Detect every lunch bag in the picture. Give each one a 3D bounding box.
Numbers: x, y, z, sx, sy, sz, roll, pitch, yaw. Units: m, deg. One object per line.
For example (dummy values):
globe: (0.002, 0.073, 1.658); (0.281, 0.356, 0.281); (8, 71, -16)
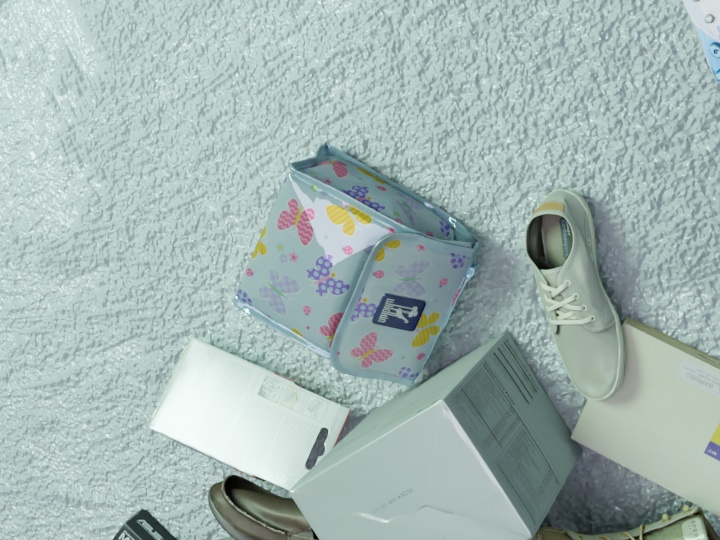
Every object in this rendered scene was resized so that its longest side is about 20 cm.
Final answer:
lunch bag: (0.000, 0.000, 1.163); (0.199, 0.127, 0.170); (30, 116, 7)

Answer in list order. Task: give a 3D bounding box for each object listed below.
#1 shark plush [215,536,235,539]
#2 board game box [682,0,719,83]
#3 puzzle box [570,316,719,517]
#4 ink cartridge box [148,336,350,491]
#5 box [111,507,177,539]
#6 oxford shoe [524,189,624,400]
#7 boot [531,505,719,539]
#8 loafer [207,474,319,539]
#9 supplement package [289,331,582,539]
shark plush: (-0.132, 0.329, 1.270); (0.090, 0.199, 0.084); (-12, 84, 32)
board game box: (0.353, -0.283, 0.986); (0.199, 0.026, 0.201); (-22, 94, 27)
puzzle box: (0.313, 0.146, 1.116); (0.199, 0.025, 0.134); (27, 112, 15)
ink cartridge box: (-0.114, 0.160, 1.270); (0.199, 0.050, 0.110); (22, 78, 16)
box: (-0.236, 0.409, 1.418); (0.200, 0.044, 0.161); (40, 115, 9)
oxford shoe: (0.195, 0.026, 1.108); (0.075, 0.058, 0.202); (-9, 95, 40)
boot: (0.245, 0.261, 1.098); (0.154, 0.200, 0.073); (-24, 55, 25)
loafer: (-0.066, 0.264, 1.250); (0.199, 0.073, 0.071); (27, 111, 7)
supplement package: (0.078, 0.190, 1.134); (0.191, 0.200, 0.148); (-34, 89, 28)
